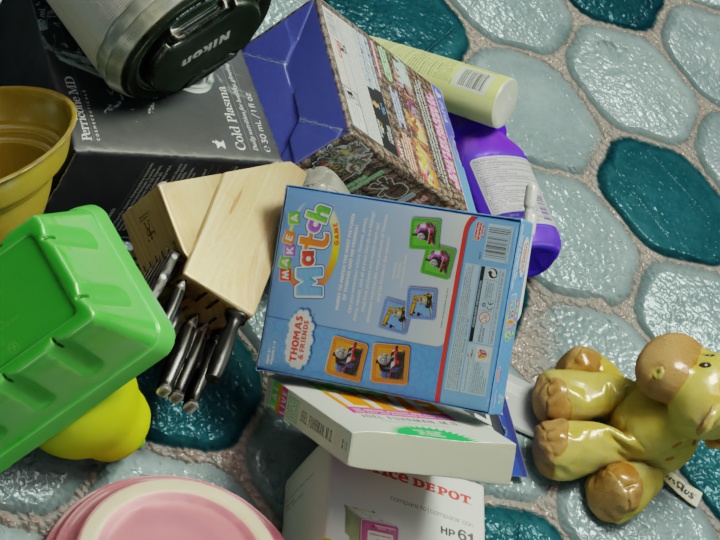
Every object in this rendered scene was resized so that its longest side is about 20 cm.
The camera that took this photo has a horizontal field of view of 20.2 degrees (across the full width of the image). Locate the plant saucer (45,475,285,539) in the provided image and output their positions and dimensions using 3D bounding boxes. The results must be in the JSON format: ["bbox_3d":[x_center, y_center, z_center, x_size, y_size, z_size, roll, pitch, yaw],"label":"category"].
[{"bbox_3d":[-0.135,0.226,1.466,0.200,0.051,0.201,10,48,-11],"label":"plant saucer"}]

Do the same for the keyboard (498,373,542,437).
[{"bbox_3d":[0.083,0.093,1.806,0.200,0.011,0.056,26,49,-15],"label":"keyboard"}]

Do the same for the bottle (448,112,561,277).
[{"bbox_3d":[0.125,-0.087,1.948,0.083,0.065,0.200,-1,55,-31],"label":"bottle"}]

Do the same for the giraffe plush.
[{"bbox_3d":[0.271,0.124,1.790,0.200,0.162,0.173,24,48,-20],"label":"giraffe plush"}]

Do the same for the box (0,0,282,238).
[{"bbox_3d":[-0.200,-0.138,1.717,0.196,0.124,0.200,0,55,-34],"label":"box"}]

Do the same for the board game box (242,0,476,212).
[{"bbox_3d":[-0.003,-0.120,1.808,0.200,0.097,0.160,32,36,-46],"label":"board game box"}]

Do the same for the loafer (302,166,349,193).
[{"bbox_3d":[0.000,0.000,1.724,0.200,0.070,0.070,50,19,-30],"label":"loafer"}]

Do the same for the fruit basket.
[{"bbox_3d":[-0.234,0.066,1.493,0.215,0.216,0.156,-15,65,-43],"label":"fruit basket"}]

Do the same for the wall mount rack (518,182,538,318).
[{"bbox_3d":[0.102,0.021,1.671,0.174,0.200,0.075,-41,80,-3],"label":"wall mount rack"}]

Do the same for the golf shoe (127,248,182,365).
[{"bbox_3d":[-0.219,0.033,1.592,0.200,0.078,0.097,2,59,-33],"label":"golf shoe"}]

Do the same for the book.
[{"bbox_3d":[0.017,0.122,1.561,0.133,0.048,0.200,8,6,-22],"label":"book"}]

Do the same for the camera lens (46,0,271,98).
[{"bbox_3d":[-0.179,-0.251,1.618,0.160,0.160,0.200,-21,68,-45],"label":"camera lens"}]

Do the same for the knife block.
[{"bbox_3d":[-0.109,0.014,1.606,0.200,0.064,0.176,-13,77,-40],"label":"knife block"}]

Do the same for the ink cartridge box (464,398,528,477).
[{"bbox_3d":[0.059,0.124,1.733,0.200,0.039,0.100,5,53,-31],"label":"ink cartridge box"}]

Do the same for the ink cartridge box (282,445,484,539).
[{"bbox_3d":[0.017,0.244,1.568,0.144,0.085,0.200,20,44,-19],"label":"ink cartridge box"}]

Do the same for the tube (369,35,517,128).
[{"bbox_3d":[0.056,-0.191,1.961,0.200,0.052,0.058,21,-6,24],"label":"tube"}]

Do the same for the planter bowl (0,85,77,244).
[{"bbox_3d":[-0.308,-0.063,1.571,0.200,0.084,0.200,-10,30,6],"label":"planter bowl"}]

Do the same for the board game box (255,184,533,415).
[{"bbox_3d":[0.025,0.021,1.574,0.200,0.151,0.037,10,0,22],"label":"board game box"}]
